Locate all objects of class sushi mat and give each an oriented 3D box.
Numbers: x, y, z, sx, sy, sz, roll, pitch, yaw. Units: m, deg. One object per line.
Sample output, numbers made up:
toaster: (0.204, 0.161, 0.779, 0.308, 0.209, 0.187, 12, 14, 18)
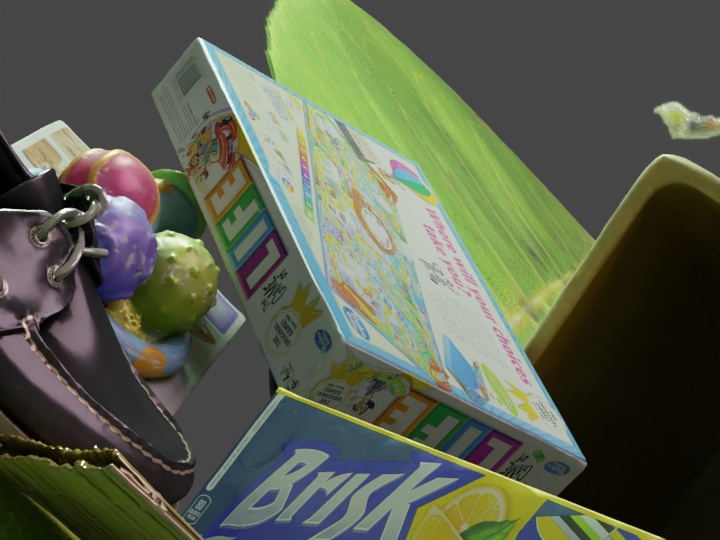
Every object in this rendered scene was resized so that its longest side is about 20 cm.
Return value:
sushi mat: (-0.020, 0.117, 0.604, 0.200, 0.012, 0.096, 46, -22, -18)

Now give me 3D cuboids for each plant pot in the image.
plant pot: (0.177, 0.100, 0.921, 0.195, 0.194, 0.200, 36, 3, 26)

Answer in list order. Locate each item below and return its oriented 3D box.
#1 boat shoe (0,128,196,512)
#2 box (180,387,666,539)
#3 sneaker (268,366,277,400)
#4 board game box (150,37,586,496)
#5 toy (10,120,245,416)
boat shoe: (-0.110, -0.009, 0.648, 0.200, 0.063, 0.073, 50, 10, -3)
box: (0.023, 0.095, 0.614, 0.064, 0.070, 0.200, 45, -15, -28)
sneaker: (-0.016, 0.016, 0.928, 0.200, 0.073, 0.112, 56, 10, 23)
board game box: (0.000, 0.000, 0.850, 0.134, 0.034, 0.200, 28, 23, -37)
toy: (-0.087, -0.011, 0.797, 0.115, 0.047, 0.200, 48, 10, -4)
